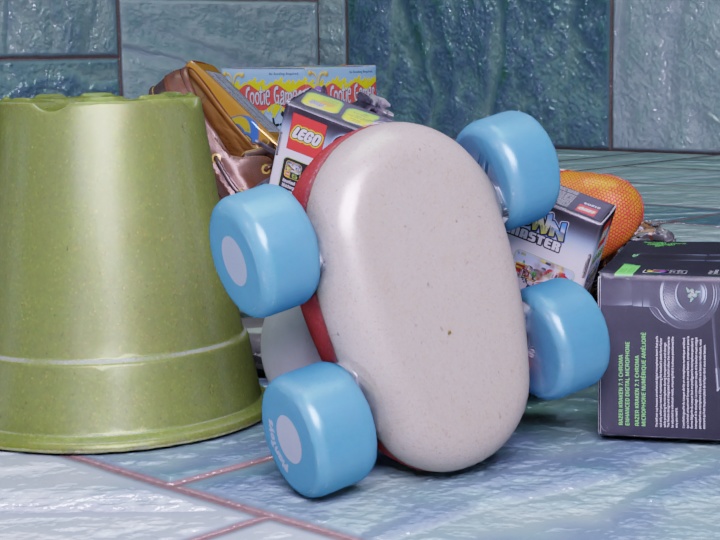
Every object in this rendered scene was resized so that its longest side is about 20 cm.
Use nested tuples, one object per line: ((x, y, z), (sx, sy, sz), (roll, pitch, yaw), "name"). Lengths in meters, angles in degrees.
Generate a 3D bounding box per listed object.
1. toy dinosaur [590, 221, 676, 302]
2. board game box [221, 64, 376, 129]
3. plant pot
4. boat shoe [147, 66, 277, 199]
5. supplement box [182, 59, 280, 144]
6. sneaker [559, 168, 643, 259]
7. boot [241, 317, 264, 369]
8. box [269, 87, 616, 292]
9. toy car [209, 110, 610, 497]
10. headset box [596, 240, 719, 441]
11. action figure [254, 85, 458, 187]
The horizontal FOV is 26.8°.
((0.140, 0.015, 1.101), (0.199, 0.102, 0.136), (-40, 8, -5), "toy dinosaur")
((-0.053, -0.082, 1.361), (0.102, 0.203, 0.104), (5, 10, 38), "board game box")
((-0.153, -0.009, 0.903), (0.197, 0.193, 0.200), (-2, 7, 0), "plant pot")
((-0.082, -0.062, 1.090), (0.068, 0.200, 0.072), (-45, 1, 16), "boat shoe")
((-0.075, -0.072, 1.169), (0.200, 0.067, 0.069), (43, 10, 6), "supplement box")
((0.086, -0.025, 0.961), (0.197, 0.074, 0.077), (-7, 0, -4), "sneaker")
((0.000, 0.000, 1.025), (0.197, 0.133, 0.068), (-2, 7, -4), "boot")
((0.039, -0.020, 0.881), (0.198, 0.111, 0.035), (23, 27, 16), "box")
((-0.004, 0.020, 0.825), (0.183, 0.179, 0.199), (-19, 3, -29), "toy car")
((0.232, 0.037, 0.878), (0.197, 0.094, 0.174), (1, 8, 17), "headset box")
((0.019, -0.066, 1.081), (0.197, 0.121, 0.102), (5, 3, -8), "action figure")
